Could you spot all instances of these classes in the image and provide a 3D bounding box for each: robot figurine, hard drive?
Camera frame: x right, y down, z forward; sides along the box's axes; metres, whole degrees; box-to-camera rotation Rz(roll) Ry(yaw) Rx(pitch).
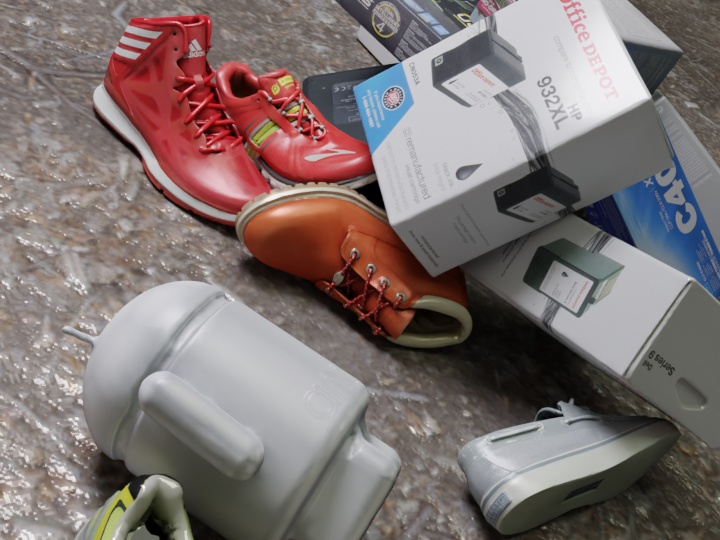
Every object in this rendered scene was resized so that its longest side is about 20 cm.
[{"bbox_3d":[-0.074,0.082,0.572,0.199,0.114,0.170,32,-5,6],"label":"robot figurine"},{"bbox_3d":[0.015,-0.129,0.929,0.138,0.033,0.201,-8,38,3],"label":"hard drive"}]

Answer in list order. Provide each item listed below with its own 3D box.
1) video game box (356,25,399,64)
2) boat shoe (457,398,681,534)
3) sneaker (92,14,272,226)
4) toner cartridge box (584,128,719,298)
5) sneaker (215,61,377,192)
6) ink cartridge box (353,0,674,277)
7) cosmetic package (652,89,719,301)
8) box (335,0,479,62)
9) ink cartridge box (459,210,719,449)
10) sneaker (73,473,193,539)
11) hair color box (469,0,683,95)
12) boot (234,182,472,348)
[{"bbox_3d":[0.119,-0.235,1.187,0.181,0.047,0.200,-10,49,-39],"label":"video game box"},{"bbox_3d":[0.151,0.124,0.714,0.199,0.070,0.072,-7,48,-39],"label":"boat shoe"},{"bbox_3d":[-0.134,-0.131,0.807,0.199,0.116,0.078,39,35,16],"label":"sneaker"},{"bbox_3d":[0.263,-0.047,0.920,0.095,0.043,0.201,-38,108,-27],"label":"toner cartridge box"},{"bbox_3d":[-0.062,-0.122,0.834,0.199,0.086,0.077,28,42,36],"label":"sneaker"},{"bbox_3d":[0.109,-0.109,0.750,0.084,0.198,0.146,46,24,-50],"label":"ink cartridge box"},{"bbox_3d":[0.328,-0.078,1.016,0.201,0.090,0.107,56,17,-3],"label":"cosmetic package"},{"bbox_3d":[0.089,-0.211,0.920,0.200,0.049,0.160,46,37,17],"label":"box"},{"bbox_3d":[0.191,0.031,0.760,0.145,0.085,0.200,33,4,-38],"label":"ink cartridge box"},{"bbox_3d":[-0.099,0.184,0.455,0.075,0.077,0.201,6,41,-31],"label":"sneaker"},{"bbox_3d":[0.203,-0.216,0.928,0.199,0.061,0.099,-4,48,-45],"label":"hair color box"},{"bbox_3d":[0.000,0.000,0.774,0.198,0.075,0.108,13,41,-23],"label":"boot"}]
